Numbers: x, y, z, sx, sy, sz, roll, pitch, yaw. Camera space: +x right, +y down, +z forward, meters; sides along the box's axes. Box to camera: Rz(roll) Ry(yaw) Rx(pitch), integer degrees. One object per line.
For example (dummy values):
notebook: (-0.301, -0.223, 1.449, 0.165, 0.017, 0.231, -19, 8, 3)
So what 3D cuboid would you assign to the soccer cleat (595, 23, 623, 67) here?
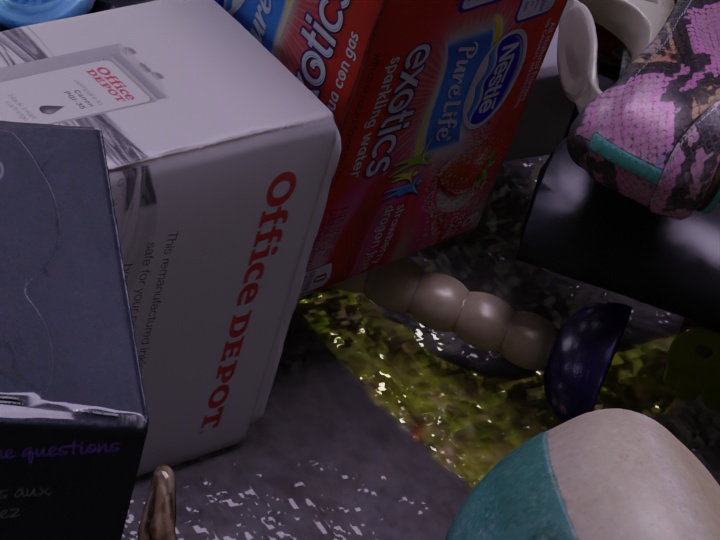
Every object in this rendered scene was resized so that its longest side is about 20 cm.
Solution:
soccer cleat: (0.083, -0.125, 1.112, 0.199, 0.069, 0.085, -13, 41, -32)

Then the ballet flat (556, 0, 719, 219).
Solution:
ballet flat: (0.107, -0.089, 0.897, 0.071, 0.069, 0.200, 25, 34, -4)

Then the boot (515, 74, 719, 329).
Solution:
boot: (0.149, 0.015, 0.872, 0.199, 0.066, 0.165, 26, 29, 5)

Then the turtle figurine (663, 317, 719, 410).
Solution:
turtle figurine: (0.182, -0.006, 0.993, 0.199, 0.065, 0.162, 26, 43, -8)

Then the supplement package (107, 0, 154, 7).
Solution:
supplement package: (-0.120, -0.200, 0.986, 0.199, 0.191, 0.147, 31, 73, 19)

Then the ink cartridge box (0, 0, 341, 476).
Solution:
ink cartridge box: (-0.119, 0.005, 0.794, 0.199, 0.147, 0.083, -16, 48, -38)

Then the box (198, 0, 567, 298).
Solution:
box: (0.005, -0.100, 0.841, 0.099, 0.201, 0.095, -21, 54, -38)

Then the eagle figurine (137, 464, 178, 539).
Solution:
eagle figurine: (0.007, 0.164, 0.645, 0.199, 0.152, 0.151, 22, 62, 41)

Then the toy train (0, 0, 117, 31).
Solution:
toy train: (-0.172, -0.087, 0.930, 0.199, 0.087, 0.114, 28, 66, 26)

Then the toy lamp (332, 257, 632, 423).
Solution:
toy lamp: (0.000, 0.000, 0.924, 0.199, 0.058, 0.058, 22, 37, 7)

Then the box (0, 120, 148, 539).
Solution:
box: (-0.129, 0.071, 0.660, 0.105, 0.201, 0.123, 4, 38, -17)

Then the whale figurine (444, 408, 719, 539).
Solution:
whale figurine: (0.088, 0.144, 0.743, 0.201, 0.103, 0.159, 67, 12, 21)

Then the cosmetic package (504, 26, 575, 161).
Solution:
cosmetic package: (0.046, -0.153, 0.990, 0.071, 0.101, 0.201, -9, 75, 9)
